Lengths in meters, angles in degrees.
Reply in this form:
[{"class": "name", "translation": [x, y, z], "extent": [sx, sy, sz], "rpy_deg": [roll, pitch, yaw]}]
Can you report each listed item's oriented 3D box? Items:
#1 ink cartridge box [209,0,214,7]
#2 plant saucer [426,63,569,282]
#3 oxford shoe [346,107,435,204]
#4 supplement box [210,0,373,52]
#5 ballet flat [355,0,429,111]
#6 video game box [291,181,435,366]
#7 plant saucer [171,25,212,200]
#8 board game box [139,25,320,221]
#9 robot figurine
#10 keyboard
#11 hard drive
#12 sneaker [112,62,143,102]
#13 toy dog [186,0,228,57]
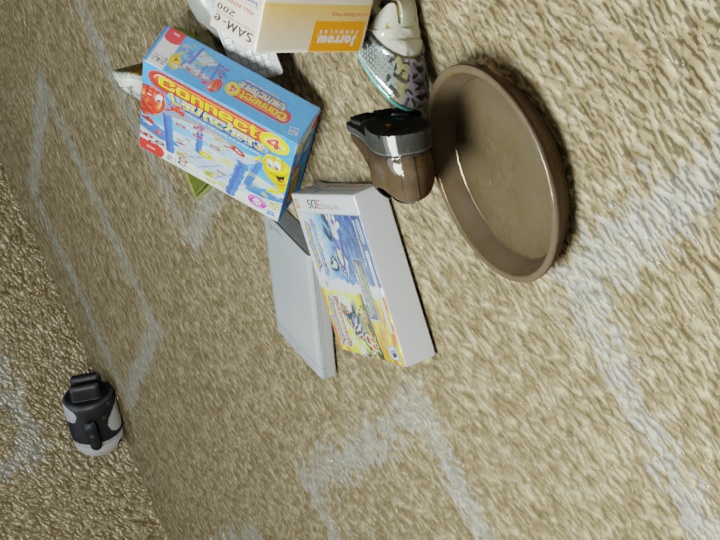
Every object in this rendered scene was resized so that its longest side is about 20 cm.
[{"class": "ink cartridge box", "translation": [-0.135, -0.346, 1.324], "extent": [0.160, 0.047, 0.200], "rpy_deg": [60, 161, -8]}, {"class": "plant saucer", "translation": [0.121, -0.087, 1.202], "extent": [0.200, 0.029, 0.200], "rpy_deg": [49, 151, 39]}, {"class": "oxford shoe", "translation": [0.028, -0.106, 1.279], "extent": [0.200, 0.073, 0.085], "rpy_deg": [-100, 0, -73]}, {"class": "supplement box", "translation": [-0.043, -0.292, 1.176], "extent": [0.073, 0.126, 0.200], "rpy_deg": [36, 122, 39]}, {"class": "ballet flat", "translation": [0.014, -0.242, 1.265], "extent": [0.201, 0.072, 0.072], "rpy_deg": [60, 157, 16]}, {"class": "video game box", "translation": [0.000, 0.000, 1.544], "extent": [0.182, 0.047, 0.200], "rpy_deg": [10, 119, 68]}, {"class": "plant saucer", "translation": [-0.215, -0.212, 1.842], "extent": [0.200, 0.048, 0.200], "rpy_deg": [68, 158, 2]}, {"class": "board game box", "translation": [-0.157, -0.165, 1.591], "extent": [0.200, 0.056, 0.196], "rpy_deg": [29, 155, 4]}, {"class": "robot figurine", "translation": [-0.621, 0.336, 3.198], "extent": [0.125, 0.150, 0.200], "rpy_deg": [10, 123, 31]}, {"class": "keyboard", "translation": [-0.143, -0.298, 1.497], "extent": [0.011, 0.056, 0.200], "rpy_deg": [-77, -29, -58]}, {"class": "hard drive", "translation": [-0.078, 0.027, 1.775], "extent": [0.132, 0.027, 0.200], "rpy_deg": [44, 148, 45]}, {"class": "sneaker", "translation": [-0.263, -0.224, 1.778], "extent": [0.200, 0.076, 0.088], "rpy_deg": [25, 132, 60]}, {"class": "toy dog", "translation": [-0.171, -0.329, 1.546], "extent": [0.096, 0.132, 0.200], "rpy_deg": [-78, -27, -58]}]
